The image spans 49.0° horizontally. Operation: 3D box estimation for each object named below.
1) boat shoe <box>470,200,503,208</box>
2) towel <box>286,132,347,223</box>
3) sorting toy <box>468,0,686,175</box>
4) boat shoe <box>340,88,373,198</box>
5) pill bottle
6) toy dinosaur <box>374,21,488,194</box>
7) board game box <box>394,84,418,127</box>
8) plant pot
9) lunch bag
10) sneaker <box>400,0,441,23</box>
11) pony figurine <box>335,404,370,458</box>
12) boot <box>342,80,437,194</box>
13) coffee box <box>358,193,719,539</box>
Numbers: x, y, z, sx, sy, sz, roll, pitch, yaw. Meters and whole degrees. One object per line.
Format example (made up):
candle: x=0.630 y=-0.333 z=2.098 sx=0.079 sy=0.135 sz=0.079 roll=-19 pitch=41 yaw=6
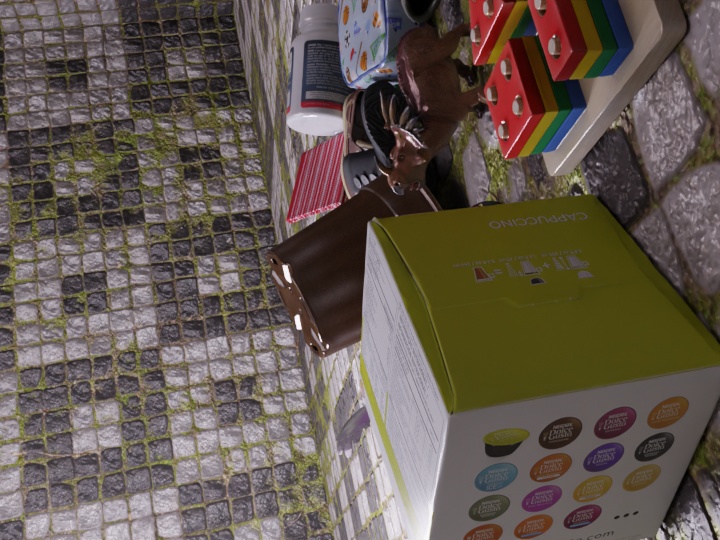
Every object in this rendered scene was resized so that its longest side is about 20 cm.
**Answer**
boat shoe: x=0.129 y=-0.018 z=0.840 sx=0.202 sy=0.073 sz=0.064 roll=91 pitch=-155 yaw=-78
towel: x=-0.067 y=-0.164 z=1.404 sx=0.199 sy=0.022 sz=0.147 roll=-10 pitch=65 yaw=57
sorting toy: x=0.142 y=-0.205 z=0.615 sx=0.200 sy=0.069 sz=0.201 roll=111 pitch=149 yaw=-68
boat shoe: x=0.007 y=-0.194 z=1.280 sx=0.072 sy=0.071 sz=0.203 roll=178 pitch=90 yaw=-79
pill bottle: x=-0.065 y=-0.346 z=1.364 sx=0.120 sy=0.118 sz=0.203 roll=153 pitch=121 yaw=-78
toy dinosaur: x=0.067 y=-0.192 z=0.821 sx=0.086 sy=0.134 sz=0.203 roll=111 pitch=149 yaw=-67
board game box: x=0.047 y=-0.255 z=1.154 sx=0.105 sy=0.023 sz=0.203 roll=110 pitch=149 yaw=-71
plant pot: x=0.000 y=0.000 z=1.001 sx=0.201 sy=0.197 sz=0.201 roll=55 pitch=164 yaw=24
lunch bag: x=0.028 y=-0.328 z=1.033 sx=0.200 sy=0.075 sz=0.163 roll=-173 pitch=80 yaw=-70
sneaker: x=0.075 y=-0.341 z=0.815 sx=0.201 sy=0.073 sz=0.080 roll=93 pitch=179 yaw=-66
pony figurine: x=0.053 y=0.181 z=1.191 sx=0.193 sy=0.164 sz=0.203 roll=-48 pitch=-47 yaw=-63
boot: x=0.023 y=-0.169 z=1.118 sx=0.167 sy=0.065 sz=0.200 roll=67 pitch=166 yaw=-8
coffee box: x=0.118 y=0.083 z=0.610 sx=0.201 sy=0.197 sz=0.200 roll=-111 pitch=18 yaw=-48
